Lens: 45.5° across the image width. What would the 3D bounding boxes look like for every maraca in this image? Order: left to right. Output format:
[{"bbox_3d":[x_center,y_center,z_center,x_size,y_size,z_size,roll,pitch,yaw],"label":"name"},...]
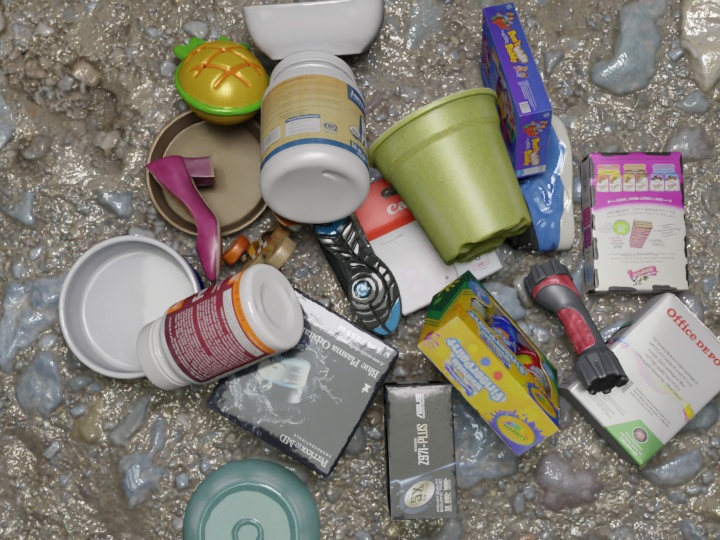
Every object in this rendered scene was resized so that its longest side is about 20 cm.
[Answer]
[{"bbox_3d":[-0.202,-0.283,1.238,0.136,0.107,0.200,-4,45,-20],"label":"maraca"}]

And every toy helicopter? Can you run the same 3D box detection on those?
[{"bbox_3d":[-0.114,-0.036,1.179,0.079,0.200,0.132,42,85,-14],"label":"toy helicopter"}]

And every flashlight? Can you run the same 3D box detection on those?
[{"bbox_3d":[0.290,0.077,1.179,0.068,0.068,0.201,-34,47,20],"label":"flashlight"}]

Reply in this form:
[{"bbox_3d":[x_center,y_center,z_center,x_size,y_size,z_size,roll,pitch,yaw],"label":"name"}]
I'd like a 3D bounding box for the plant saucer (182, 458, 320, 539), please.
[{"bbox_3d":[-0.157,0.370,1.214,0.199,0.036,0.201,0,84,1],"label":"plant saucer"}]

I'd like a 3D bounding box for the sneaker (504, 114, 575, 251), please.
[{"bbox_3d":[0.243,-0.127,1.242,0.111,0.077,0.201,-4,90,-9],"label":"sneaker"}]

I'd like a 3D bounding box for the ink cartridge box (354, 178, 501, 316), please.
[{"bbox_3d":[0.091,-0.056,1.253,0.162,0.057,0.201,-25,88,-2],"label":"ink cartridge box"}]

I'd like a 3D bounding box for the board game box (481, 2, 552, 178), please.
[{"bbox_3d":[0.213,-0.250,1.193,0.045,0.135,0.201,-11,59,0],"label":"board game box"}]

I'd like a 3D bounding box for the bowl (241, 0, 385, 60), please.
[{"bbox_3d":[-0.062,-0.341,1.221,0.199,0.200,0.075,-4,103,1],"label":"bowl"}]

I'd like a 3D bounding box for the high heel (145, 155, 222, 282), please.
[{"bbox_3d":[-0.248,-0.072,1.214,0.096,0.068,0.201,-7,63,-9],"label":"high heel"}]

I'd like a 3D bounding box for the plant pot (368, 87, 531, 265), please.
[{"bbox_3d":[0.135,-0.115,1.168,0.200,0.200,0.185,-25,80,-2],"label":"plant pot"}]

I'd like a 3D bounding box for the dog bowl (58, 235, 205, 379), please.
[{"bbox_3d":[-0.321,0.054,1.230,0.199,0.079,0.201,0,83,1],"label":"dog bowl"}]

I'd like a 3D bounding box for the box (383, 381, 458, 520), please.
[{"bbox_3d":[0.075,0.232,1.143,0.086,0.200,0.165,-2,84,0],"label":"box"}]

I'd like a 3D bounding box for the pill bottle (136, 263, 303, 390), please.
[{"bbox_3d":[-0.183,0.078,1.098,0.199,0.114,0.115,-24,83,26],"label":"pill bottle"}]

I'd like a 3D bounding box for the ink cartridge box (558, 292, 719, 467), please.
[{"bbox_3d":[0.403,0.151,1.205,0.200,0.084,0.145,-43,84,-3],"label":"ink cartridge box"}]

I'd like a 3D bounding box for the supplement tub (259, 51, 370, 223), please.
[{"bbox_3d":[-0.063,-0.180,1.152,0.144,0.145,0.201,-3,57,0],"label":"supplement tub"}]

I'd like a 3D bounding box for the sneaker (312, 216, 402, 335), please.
[{"bbox_3d":[0.000,0.000,1.229,0.073,0.082,0.201,-26,82,-3],"label":"sneaker"}]

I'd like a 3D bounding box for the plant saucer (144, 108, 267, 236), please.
[{"bbox_3d":[-0.219,-0.146,1.276,0.199,0.029,0.201,0,84,1],"label":"plant saucer"}]

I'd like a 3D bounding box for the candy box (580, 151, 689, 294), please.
[{"bbox_3d":[0.394,-0.067,1.242,0.136,0.061,0.201,0,83,1],"label":"candy box"}]

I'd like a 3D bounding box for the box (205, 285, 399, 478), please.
[{"bbox_3d":[-0.075,0.149,1.198,0.196,0.117,0.201,30,86,4],"label":"box"}]

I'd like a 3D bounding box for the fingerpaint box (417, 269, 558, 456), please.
[{"bbox_3d":[0.177,0.118,1.145,0.073,0.167,0.200,-39,98,23],"label":"fingerpaint box"}]
